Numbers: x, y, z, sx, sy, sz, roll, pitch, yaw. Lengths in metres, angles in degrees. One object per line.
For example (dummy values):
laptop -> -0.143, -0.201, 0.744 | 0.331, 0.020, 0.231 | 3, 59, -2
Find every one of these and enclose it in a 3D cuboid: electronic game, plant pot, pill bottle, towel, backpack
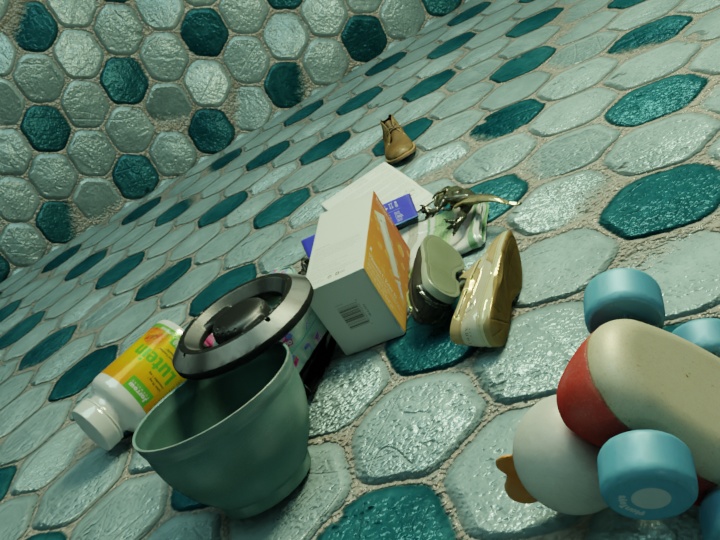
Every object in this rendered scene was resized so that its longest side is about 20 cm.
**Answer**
electronic game -> -0.148, 0.067, 0.984 | 0.199, 0.042, 0.200 | -25, 23, 11
plant pot -> -0.138, 0.193, 0.896 | 0.199, 0.135, 0.200 | -26, 15, 8
pill bottle -> -0.348, 0.181, 1.232 | 0.111, 0.111, 0.200 | -3, 36, 50
towel -> 0.106, -0.048, 1.242 | 0.199, 0.031, 0.149 | -21, 23, 23
backpack -> -0.120, 0.095, 1.091 | 0.166, 0.127, 0.200 | -3, 42, 43

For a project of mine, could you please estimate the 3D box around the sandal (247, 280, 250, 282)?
sandal -> -0.173, 0.068, 1.271 | 0.070, 0.077, 0.212 | -53, 5, -2

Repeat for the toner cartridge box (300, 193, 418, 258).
toner cartridge box -> 0.002, -0.072, 1.344 | 0.199, 0.043, 0.095 | -23, -1, 5

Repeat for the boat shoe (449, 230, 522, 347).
boat shoe -> 0.154, 0.019, 0.978 | 0.069, 0.074, 0.200 | -11, 30, 29

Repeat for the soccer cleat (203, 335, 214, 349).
soccer cleat -> -0.223, 0.103, 1.289 | 0.086, 0.070, 0.200 | -39, 23, -15

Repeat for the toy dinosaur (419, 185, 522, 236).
toy dinosaur -> 0.150, -0.099, 1.202 | 0.088, 0.048, 0.200 | -35, 25, -19

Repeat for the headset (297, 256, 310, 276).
headset -> -0.070, 0.006, 1.269 | 0.123, 0.094, 0.200 | -31, 11, 2

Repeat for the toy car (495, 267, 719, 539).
toy car -> 0.199, 0.140, 0.617 | 0.200, 0.176, 0.185 | -49, 21, 41

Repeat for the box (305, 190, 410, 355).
box -> 0.000, 0.000, 1.123 | 0.097, 0.125, 0.200 | -22, 31, 20

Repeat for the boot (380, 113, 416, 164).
boot -> 0.073, -0.293, 1.741 | 0.073, 0.076, 0.200 | -27, 23, 6

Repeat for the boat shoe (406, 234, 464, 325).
boat shoe -> 0.098, 0.009, 1.077 | 0.061, 0.072, 0.201 | -57, 4, 23

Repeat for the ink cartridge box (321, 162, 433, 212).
ink cartridge box -> 0.037, -0.118, 1.487 | 0.162, 0.050, 0.200 | -35, 40, -10
